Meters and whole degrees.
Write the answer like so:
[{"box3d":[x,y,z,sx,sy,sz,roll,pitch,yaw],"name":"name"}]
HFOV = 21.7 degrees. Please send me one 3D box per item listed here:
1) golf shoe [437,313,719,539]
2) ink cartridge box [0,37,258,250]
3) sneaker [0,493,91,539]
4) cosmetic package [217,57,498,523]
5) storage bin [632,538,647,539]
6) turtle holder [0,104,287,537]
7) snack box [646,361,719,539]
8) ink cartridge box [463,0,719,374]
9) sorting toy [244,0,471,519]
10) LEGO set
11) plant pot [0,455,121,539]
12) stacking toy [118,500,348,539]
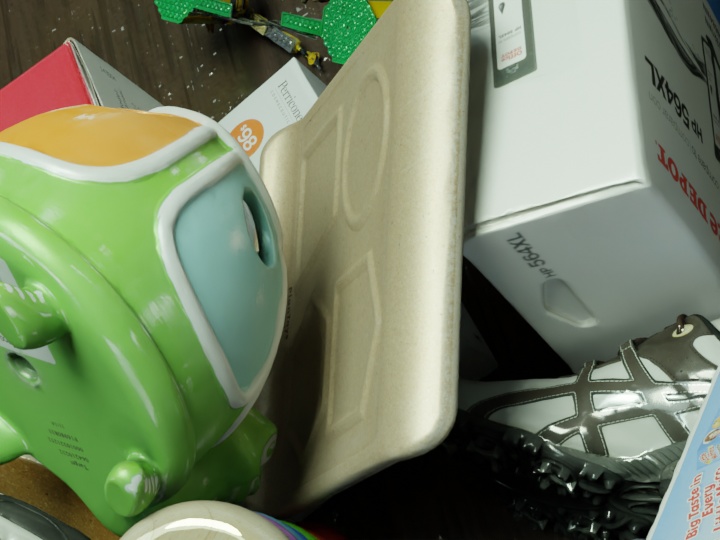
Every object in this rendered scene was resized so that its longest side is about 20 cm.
[{"box3d":[0.115,0.062,0.761,0.200,0.078,0.095,12,62,33],"name":"golf shoe"},{"box3d":[-0.172,-0.006,0.854,0.200,0.176,0.084,-33,58,13],"name":"ink cartridge box"},{"box3d":[-0.184,0.085,0.729,0.199,0.074,0.080,17,36,11],"name":"sneaker"},{"box3d":[-0.041,0.013,0.911,0.151,0.052,0.200,-38,49,10],"name":"cosmetic package"},{"box3d":[0.093,0.217,0.649,0.134,0.145,0.200,-38,48,27],"name":"storage bin"},{"box3d":[-0.085,0.021,0.719,0.132,0.186,0.141,-46,14,-31],"name":"turtle holder"},{"box3d":[0.132,0.073,0.622,0.072,0.024,0.200,-31,19,44],"name":"snack box"},{"box3d":[0.100,-0.077,0.789,0.084,0.146,0.201,-16,58,24],"name":"ink cartridge box"},{"box3d":[0.000,0.000,0.771,0.200,0.036,0.186,146,129,-65],"name":"sorting toy"},{"box3d":[-0.007,-0.179,0.977,0.200,0.116,0.154,9,101,43],"name":"LEGO set"},{"box3d":[-0.176,0.206,0.795,0.186,0.200,0.187,1,43,-1],"name":"plant pot"},{"box3d":[-0.039,0.134,0.754,0.085,0.200,0.086,-1,83,10],"name":"stacking toy"}]
